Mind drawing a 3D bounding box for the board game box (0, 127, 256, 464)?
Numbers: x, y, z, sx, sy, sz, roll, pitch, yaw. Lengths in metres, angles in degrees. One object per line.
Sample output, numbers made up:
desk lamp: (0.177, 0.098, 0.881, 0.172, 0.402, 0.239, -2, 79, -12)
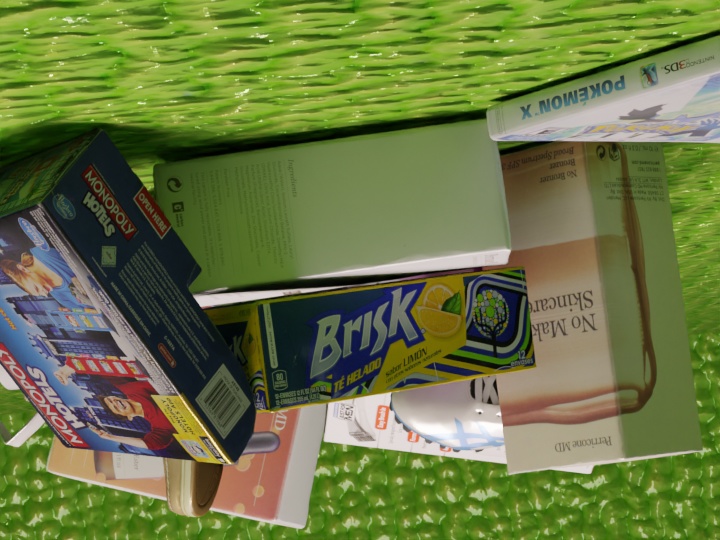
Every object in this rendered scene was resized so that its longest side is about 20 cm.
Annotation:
board game box: (-0.172, 0.015, 1.353, 0.199, 0.200, 0.062, 3, -134, 44)

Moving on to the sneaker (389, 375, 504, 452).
sneaker: (0.119, 0.084, 1.617, 0.198, 0.072, 0.073, 4, 145, -2)

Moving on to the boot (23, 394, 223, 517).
boot: (-0.189, 0.098, 1.889, 0.154, 0.201, 0.072, -7, 170, 13)

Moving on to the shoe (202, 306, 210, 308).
shoe: (-0.185, 0.007, 1.636, 0.199, 0.091, 0.072, 20, 145, 11)

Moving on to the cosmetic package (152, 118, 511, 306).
cosmetic package: (-0.013, -0.032, 1.400, 0.199, 0.082, 0.113, -6, 176, 4)

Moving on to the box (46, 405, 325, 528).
box: (-0.134, 0.114, 1.965, 0.199, 0.153, 0.106, 11, 174, 13)

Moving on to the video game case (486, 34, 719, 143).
video game case: (0.201, -0.096, 1.316, 0.199, 0.022, 0.182, -1, 172, -40)

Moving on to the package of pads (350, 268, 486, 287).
package of pads: (0.073, -0.003, 1.580, 0.075, 0.121, 0.199, -4, 177, 42)

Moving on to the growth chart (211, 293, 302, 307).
growth chart: (-0.068, 0.021, 1.552, 0.199, 0.018, 0.145, 24, -169, -38)

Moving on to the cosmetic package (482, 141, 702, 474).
cosmetic package: (0.141, 0.023, 1.516, 0.103, 0.201, 0.087, -14, 172, 42)

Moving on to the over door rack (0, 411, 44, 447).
over door rack: (-0.306, 0.051, 1.438, 0.199, 0.067, 0.148, 30, -176, 31)

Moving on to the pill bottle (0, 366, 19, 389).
pill bottle: (-0.173, 0.043, 1.801, 0.199, 0.112, 0.111, -7, 174, 11)

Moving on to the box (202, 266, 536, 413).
box: (0.005, 0.040, 1.410, 0.199, 0.065, 0.070, -8, 180, -37)

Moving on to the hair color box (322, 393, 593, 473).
hair color box: (0.076, 0.085, 1.718, 0.198, 0.064, 0.111, 6, 151, -1)
